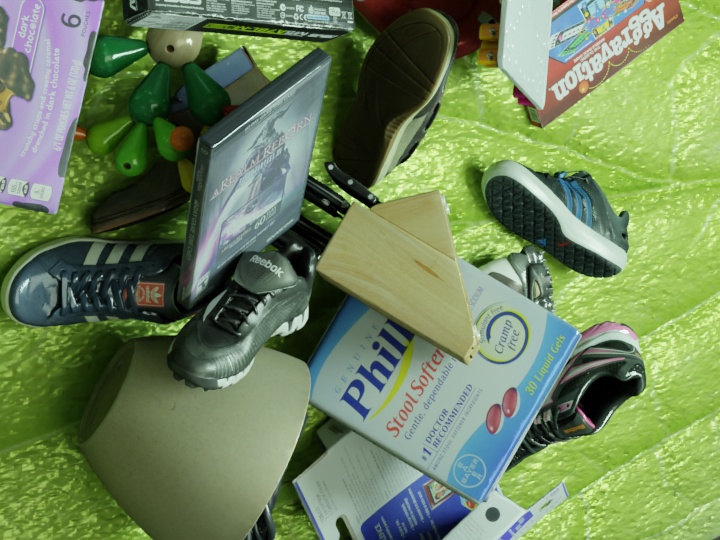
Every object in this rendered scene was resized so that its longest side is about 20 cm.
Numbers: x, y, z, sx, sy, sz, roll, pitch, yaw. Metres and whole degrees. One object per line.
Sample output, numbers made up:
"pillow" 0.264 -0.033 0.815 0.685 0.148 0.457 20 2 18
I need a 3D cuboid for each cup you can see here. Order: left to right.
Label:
"cup" -0.154 0.135 1.629 0.143 0.200 0.201 28 89 -17

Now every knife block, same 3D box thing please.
"knife block" 0.000 0.000 1.677 0.175 0.064 0.201 -15 80 6

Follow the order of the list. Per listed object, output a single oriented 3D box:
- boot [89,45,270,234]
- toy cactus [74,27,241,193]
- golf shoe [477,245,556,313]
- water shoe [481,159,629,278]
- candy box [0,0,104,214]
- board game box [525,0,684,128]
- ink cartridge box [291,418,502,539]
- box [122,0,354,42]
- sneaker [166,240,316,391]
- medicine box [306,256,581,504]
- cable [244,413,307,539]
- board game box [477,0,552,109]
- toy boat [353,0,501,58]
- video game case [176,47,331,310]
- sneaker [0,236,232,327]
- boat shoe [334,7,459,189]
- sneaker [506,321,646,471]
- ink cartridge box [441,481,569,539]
"boot" -0.153 -0.108 1.619 0.199 0.075 0.097 -28 95 -13
"toy cactus" -0.165 -0.156 1.541 0.199 0.102 0.166 19 73 1
"golf shoe" 0.143 0.069 1.894 0.094 0.078 0.201 -11 120 -6
"water shoe" 0.190 -0.066 1.884 0.200 0.071 0.079 37 56 -38
"candy box" -0.309 -0.146 1.434 0.199 0.072 0.169 11 101 -19
"board game box" 0.228 -0.234 1.869 0.200 0.019 0.103 -38 126 -20
"ink cartridge box" 0.031 0.206 1.870 0.200 0.047 0.198 -36 126 -19
"box" -0.101 -0.288 1.545 0.199 0.047 0.194 -1 81 -36
"sneaker" -0.093 0.028 1.580 0.200 0.066 0.091 -37 153 -56
"medicine box" 0.068 0.085 1.750 0.199 0.103 0.183 31 86 3
"cable" -0.096 0.219 1.710 0.051 0.163 0.201 21 114 -11
"board game box" 0.140 -0.258 1.691 0.200 0.026 0.201 22 72 -74
"toy boat" 0.060 -0.264 1.660 0.200 0.131 0.131 41 82 -38
"video game case" -0.087 -0.071 1.544 0.143 0.019 0.200 -41 159 -34
"sneaker" -0.197 0.013 1.602 0.199 0.084 0.075 -11 113 -33
"boat shoe" 0.037 -0.157 1.694 0.065 0.073 0.200 -31 161 -45
"sneaker" 0.188 0.132 1.845 0.200 0.086 0.080 -42 118 13
"ink cartridge box" 0.114 0.263 1.855 0.200 0.043 0.198 -41 167 -2
